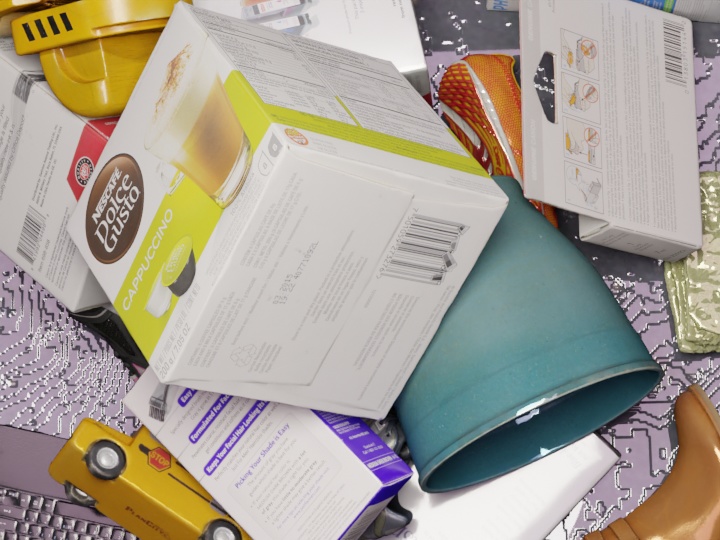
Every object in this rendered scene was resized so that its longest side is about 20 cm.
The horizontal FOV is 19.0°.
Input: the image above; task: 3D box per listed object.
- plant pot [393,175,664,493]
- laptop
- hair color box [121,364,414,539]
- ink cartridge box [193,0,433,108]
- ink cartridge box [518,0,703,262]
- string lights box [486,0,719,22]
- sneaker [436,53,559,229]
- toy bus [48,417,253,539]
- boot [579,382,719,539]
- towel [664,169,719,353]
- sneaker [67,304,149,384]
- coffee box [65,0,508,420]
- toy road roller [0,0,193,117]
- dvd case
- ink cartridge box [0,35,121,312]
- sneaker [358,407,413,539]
[{"bbox_3d":[0.096,0.040,1.618,0.200,0.200,0.188,-26,74,-1],"label":"plant pot"},{"bbox_3d":[-0.236,0.227,1.661,0.177,0.103,0.200,12,81,5],"label":"laptop"},{"bbox_3d":[-0.070,0.123,1.601,0.200,0.065,0.109,44,111,14],"label":"hair color box"},{"bbox_3d":[-0.055,-0.185,1.701,0.200,0.145,0.145,-12,80,2],"label":"ink cartridge box"},{"bbox_3d":[0.183,-0.121,1.666,0.176,0.045,0.200,14,65,-29],"label":"ink cartridge box"},{"bbox_3d":[0.201,-0.242,1.718,0.200,0.103,0.059,4,81,3],"label":"string lights box"},{"bbox_3d":[0.130,-0.080,1.712,0.077,0.073,0.200,-18,92,-36],"label":"sneaker"},{"bbox_3d":[-0.136,0.177,1.653,0.200,0.065,0.078,35,53,-4],"label":"toy bus"},{"bbox_3d":[0.225,0.198,1.664,0.155,0.077,0.200,-13,87,5],"label":"boot"},{"bbox_3d":[0.340,-0.011,1.705,0.200,0.036,0.149,-4,79,4],"label":"towel"},{"bbox_3d":[-0.151,0.084,1.697,0.200,0.080,0.086,29,93,13],"label":"sneaker"},{"bbox_3d":[-0.057,-0.041,1.524,0.200,0.200,0.198,-60,42,22],"label":"coffee box"},{"bbox_3d":[-0.211,-0.184,1.609,0.200,0.123,0.146,-7,94,44],"label":"toy road roller"},{"bbox_3d":[0.087,0.169,1.696,0.143,0.018,0.200,43,85,8],"label":"dvd case"},{"bbox_3d":[-0.238,-0.084,1.665,0.200,0.084,0.144,37,121,28],"label":"ink cartridge box"},{"bbox_3d":[0.003,0.114,1.660,0.081,0.074,0.200,-6,85,22],"label":"sneaker"}]
